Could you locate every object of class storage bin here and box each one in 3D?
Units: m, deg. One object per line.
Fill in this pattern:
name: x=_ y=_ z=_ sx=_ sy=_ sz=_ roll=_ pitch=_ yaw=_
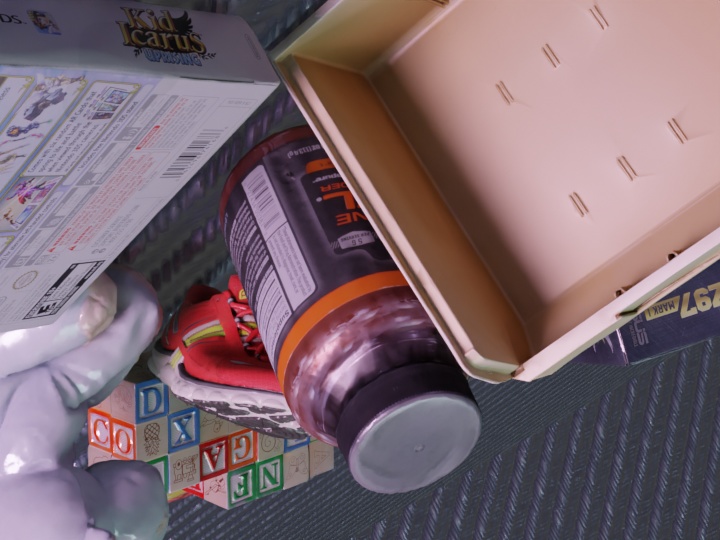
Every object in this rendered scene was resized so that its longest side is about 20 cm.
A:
storage bin: x=0.096 y=-0.080 z=0.584 sx=0.199 sy=0.200 sz=0.093 roll=-37 pitch=166 yaw=21

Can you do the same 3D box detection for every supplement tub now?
supplement tub: x=-0.004 y=0.019 z=0.657 sx=0.105 sy=0.201 sz=0.108 roll=-14 pitch=136 yaw=-14

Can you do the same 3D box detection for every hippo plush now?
hippo plush: x=-0.170 y=0.097 z=0.691 sx=0.159 sy=0.162 sz=0.199 roll=-38 pitch=163 yaw=25

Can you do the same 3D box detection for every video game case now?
video game case: x=-0.158 y=-0.037 z=0.525 sx=0.200 sy=0.046 sz=0.180 roll=-41 pitch=162 yaw=31

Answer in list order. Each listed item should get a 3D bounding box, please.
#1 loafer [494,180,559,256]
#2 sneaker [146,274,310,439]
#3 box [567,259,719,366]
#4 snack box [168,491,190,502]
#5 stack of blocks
loafer: x=0.112 y=-0.074 z=0.726 sx=0.201 sy=0.069 sz=0.070 roll=-64 pitch=-179 yaw=-39
sneaker: x=-0.077 y=0.046 z=0.758 sx=0.076 sy=0.086 sz=0.199 roll=25 pitch=176 yaw=-30
box: x=0.203 y=0.018 z=0.838 sx=0.156 sy=0.052 sz=0.200 roll=-18 pitch=-179 yaw=-13
snack box: x=-0.136 y=0.142 z=1.085 sx=0.200 sy=0.053 sz=0.141 roll=-43 pitch=161 yaw=33
stack of blocks: x=-0.107 y=0.113 z=0.924 sx=0.058 sy=0.117 sz=0.199 roll=10 pitch=-165 yaw=40
